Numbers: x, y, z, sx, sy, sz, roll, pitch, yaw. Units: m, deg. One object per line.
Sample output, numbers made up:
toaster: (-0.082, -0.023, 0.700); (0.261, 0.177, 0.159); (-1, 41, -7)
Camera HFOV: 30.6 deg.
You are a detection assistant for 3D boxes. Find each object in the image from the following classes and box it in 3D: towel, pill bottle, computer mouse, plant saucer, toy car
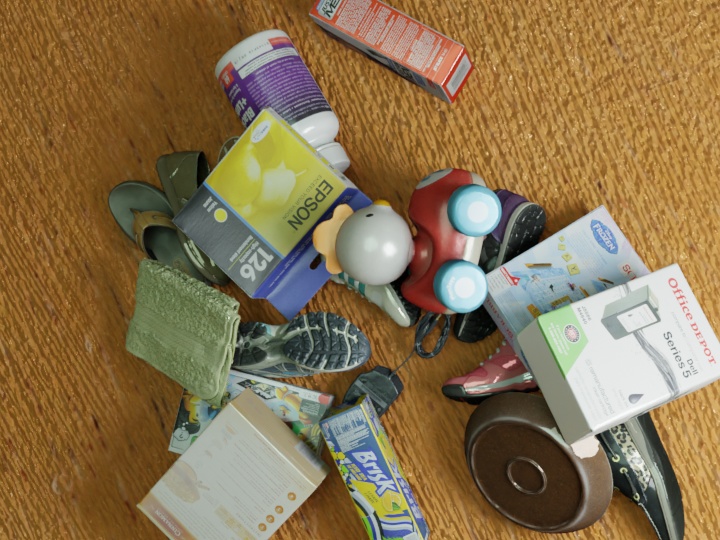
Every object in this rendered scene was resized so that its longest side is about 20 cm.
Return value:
towel: (-0.233, 0.077, 1.710); (0.200, 0.036, 0.149); (27, 114, 38)
pill bottle: (-0.097, -0.204, 1.721); (0.111, 0.111, 0.200); (-32, 79, 7)
computer mouse: (0.047, 0.124, 1.696); (0.059, 0.034, 0.200); (43, 99, 2)
plant saucer: (0.208, 0.243, 1.600); (0.200, 0.034, 0.201); (18, 125, 27)
toy car: (0.045, -0.045, 1.587); (0.199, 0.184, 0.177); (9, 96, -11)

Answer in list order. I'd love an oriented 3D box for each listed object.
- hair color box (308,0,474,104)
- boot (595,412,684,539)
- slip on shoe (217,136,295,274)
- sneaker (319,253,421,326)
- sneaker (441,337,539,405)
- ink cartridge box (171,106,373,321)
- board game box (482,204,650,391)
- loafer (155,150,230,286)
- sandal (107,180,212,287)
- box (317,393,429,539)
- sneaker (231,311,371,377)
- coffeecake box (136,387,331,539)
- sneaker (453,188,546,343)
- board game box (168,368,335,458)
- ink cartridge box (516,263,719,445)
hair color box: (0.042, -0.297, 1.701); (0.200, 0.111, 0.064); (32, 92, 13)
boot: (0.303, 0.257, 1.625); (0.153, 0.073, 0.204); (-19, 97, 24)
slip on shoe: (-0.126, -0.084, 1.745); (0.076, 0.061, 0.200); (-34, 76, 26)
sneaker: (0.000, 0.000, 1.717); (0.093, 0.070, 0.200); (-38, 84, 29)
sneaker: (0.196, 0.114, 1.663); (0.200, 0.074, 0.087); (-13, 73, 3)
ink cartridge box: (-0.106, -0.067, 1.665); (0.200, 0.047, 0.198); (43, 107, 5)
board game box: (0.274, 0.051, 1.617); (0.199, 0.041, 0.200); (-29, 79, -19)
loafer: (-0.210, -0.075, 1.752); (0.067, 0.076, 0.200); (-27, 80, 15)
sandal: (-0.273, -0.039, 1.773); (0.082, 0.055, 0.200); (-33, 80, 7)
box: (0.018, 0.263, 1.661); (0.064, 0.070, 0.200); (-23, 93, 9)
sneaker: (-0.076, 0.102, 1.703); (0.200, 0.086, 0.078); (0, 69, 21)
coffeecake box: (-0.162, 0.278, 1.683); (0.153, 0.073, 0.200); (44, 108, 4)
sneaker: (0.161, -0.007, 1.684); (0.088, 0.076, 0.200); (33, 102, 42)
board game box: (-0.144, 0.201, 1.735); (0.200, 0.035, 0.127); (13, 89, 13)
ink cartridge box: (0.308, 0.096, 1.539); (0.200, 0.084, 0.146); (-20, 76, -19)
